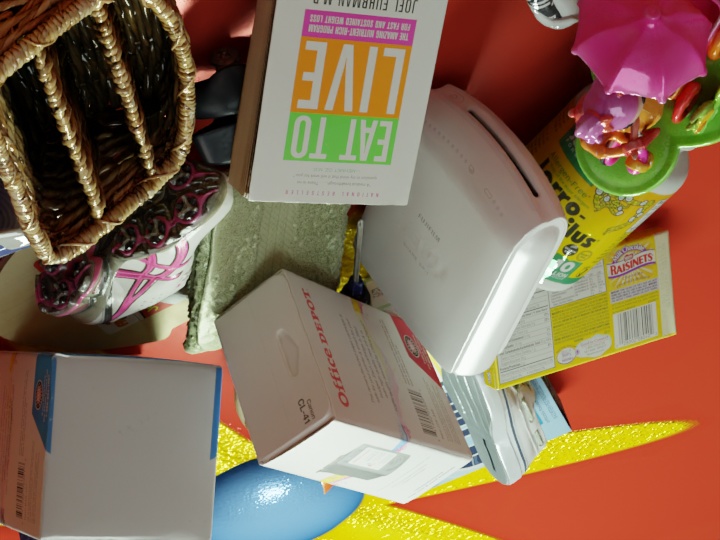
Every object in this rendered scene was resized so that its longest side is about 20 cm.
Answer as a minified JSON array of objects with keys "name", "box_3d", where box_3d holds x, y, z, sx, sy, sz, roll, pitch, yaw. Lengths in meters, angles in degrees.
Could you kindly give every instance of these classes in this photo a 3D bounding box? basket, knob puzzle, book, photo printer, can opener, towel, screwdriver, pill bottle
[{"name":"basket","box_3d":[-0.181,-0.123,1.136,0.143,0.149,0.200,-14,142,-4]},{"name":"knob puzzle","box_3d":[-0.214,0.002,1.380,0.219,0.030,0.220,-11,143,-9]},{"name":"book","box_3d":[-0.012,-0.148,1.191,0.133,0.048,0.200,2,110,-24]},{"name":"photo printer","box_3d":[0.079,-0.036,1.337,0.069,0.166,0.200,-19,149,-32]},{"name":"can opener","box_3d":[-0.037,-0.146,1.240,0.200,0.063,0.079,-23,117,-7]},{"name":"towel","box_3d":[-0.074,-0.015,1.372,0.148,0.036,0.200,-18,140,-26]},{"name":"screwdriver","box_3d":[0.000,0.000,1.400,0.029,0.028,0.200,-26,159,-18]},{"name":"pill bottle","box_3d":[0.194,-0.083,1.362,0.113,0.113,0.200,16,133,-36]}]

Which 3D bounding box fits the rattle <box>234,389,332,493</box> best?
[{"name":"rattle","box_3d":[-0.038,0.162,1.532,0.130,0.143,0.200,-20,121,-12]}]

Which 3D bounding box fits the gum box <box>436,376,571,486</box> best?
[{"name":"gum box","box_3d":[0.092,0.143,1.669,0.200,0.045,0.170,-24,142,9]}]

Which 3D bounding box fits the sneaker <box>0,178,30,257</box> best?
[{"name":"sneaker","box_3d":[-0.337,-0.014,1.284,0.199,0.081,0.115,-12,147,5]}]

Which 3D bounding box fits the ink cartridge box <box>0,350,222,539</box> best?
[{"name":"ink cartridge box","box_3d":[-0.220,0.142,1.392,0.144,0.148,0.200,5,177,-26]}]

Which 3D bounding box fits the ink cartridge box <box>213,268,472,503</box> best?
[{"name":"ink cartridge box","box_3d":[-0.013,0.100,1.389,0.086,0.148,0.200,-37,146,24]}]

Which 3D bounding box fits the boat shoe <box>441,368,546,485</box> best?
[{"name":"boat shoe","box_3d":[0.129,0.120,1.572,0.067,0.074,0.200,-40,144,-17]}]

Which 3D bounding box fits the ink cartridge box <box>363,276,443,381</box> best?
[{"name":"ink cartridge box","box_3d":[0.117,0.025,1.527,0.200,0.048,0.146,-20,143,9]}]

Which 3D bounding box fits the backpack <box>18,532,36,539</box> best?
[{"name":"backpack","box_3d":[-0.233,0.289,1.583,0.162,0.168,0.200,-9,176,-18]}]

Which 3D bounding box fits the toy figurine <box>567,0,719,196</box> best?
[{"name":"toy figurine","box_3d":[0.194,-0.139,1.186,0.200,0.150,0.184,-59,161,18]}]

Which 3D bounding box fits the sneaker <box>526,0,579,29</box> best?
[{"name":"sneaker","box_3d":[0.149,-0.253,1.156,0.115,0.075,0.200,-22,140,11]}]

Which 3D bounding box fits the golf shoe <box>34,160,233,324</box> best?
[{"name":"golf shoe","box_3d":[-0.160,-0.021,1.293,0.200,0.073,0.092,-32,148,34]}]

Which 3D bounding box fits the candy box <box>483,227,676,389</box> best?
[{"name":"candy box","box_3d":[0.195,0.032,1.504,0.200,0.026,0.102,-15,105,-25]}]
